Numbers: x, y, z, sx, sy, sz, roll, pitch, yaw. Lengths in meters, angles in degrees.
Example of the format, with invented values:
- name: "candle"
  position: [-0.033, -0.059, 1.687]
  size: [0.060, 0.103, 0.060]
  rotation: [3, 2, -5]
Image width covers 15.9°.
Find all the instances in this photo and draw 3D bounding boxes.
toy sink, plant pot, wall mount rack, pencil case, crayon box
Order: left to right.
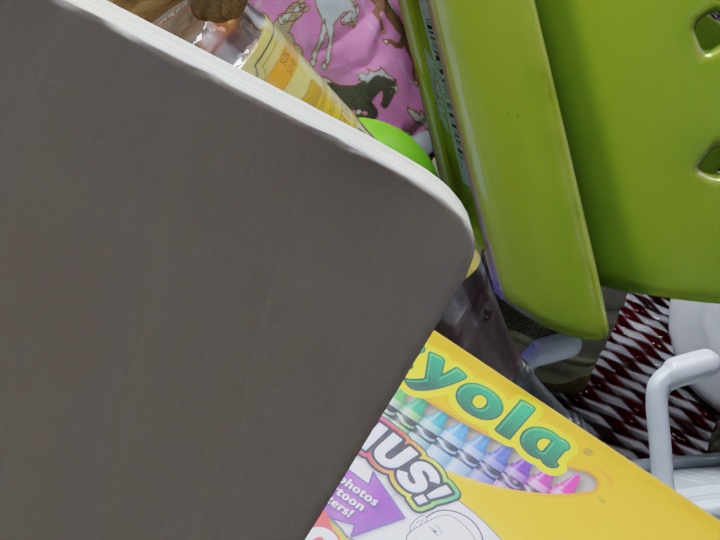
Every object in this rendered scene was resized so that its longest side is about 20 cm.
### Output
- name: "toy sink"
  position: [-0.081, 0.023, 0.541]
  size: [0.130, 0.200, 0.112]
  rotation: [26, 19, -13]
- name: "pencil case"
  position: [-0.033, -0.119, 0.999]
  size: [0.083, 0.087, 0.200]
  rotation: [24, -30, 58]
- name: "crayon box"
  position: [-0.008, 0.071, 0.710]
  size: [0.200, 0.058, 0.119]
  rotation: [33, 46, 13]
- name: "plant pot"
  position: [0.113, -0.083, 0.930]
  size: [0.181, 0.200, 0.199]
  rotation: [-14, 9, -2]
- name: "wall mount rack"
  position: [0.155, 0.045, 0.883]
  size: [0.174, 0.075, 0.200]
  rotation: [-5, 3, -18]

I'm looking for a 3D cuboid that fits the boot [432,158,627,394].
- name: "boot"
  position: [0.043, -0.054, 1.105]
  size: [0.200, 0.155, 0.072]
  rotation: [26, 14, -8]

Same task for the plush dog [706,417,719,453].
- name: "plush dog"
  position: [0.235, 0.072, 1.028]
  size: [0.160, 0.172, 0.200]
  rotation: [31, 14, 2]

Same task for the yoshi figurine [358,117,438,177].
- name: "yoshi figurine"
  position: [-0.031, -0.039, 0.925]
  size: [0.112, 0.112, 0.200]
  rotation: [7, -16, 21]

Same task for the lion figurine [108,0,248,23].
- name: "lion figurine"
  position: [-0.114, -0.025, 0.620]
  size: [0.122, 0.200, 0.072]
  rotation: [-4, 37, -48]

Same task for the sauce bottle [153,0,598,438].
- name: "sauce bottle"
  position: [0.000, 0.000, 0.804]
  size: [0.200, 0.066, 0.066]
  rotation: [47, 8, -22]

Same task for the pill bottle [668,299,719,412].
- name: "pill bottle"
  position: [0.250, 0.027, 1.315]
  size: [0.111, 0.111, 0.200]
  rotation: [39, 18, 31]
